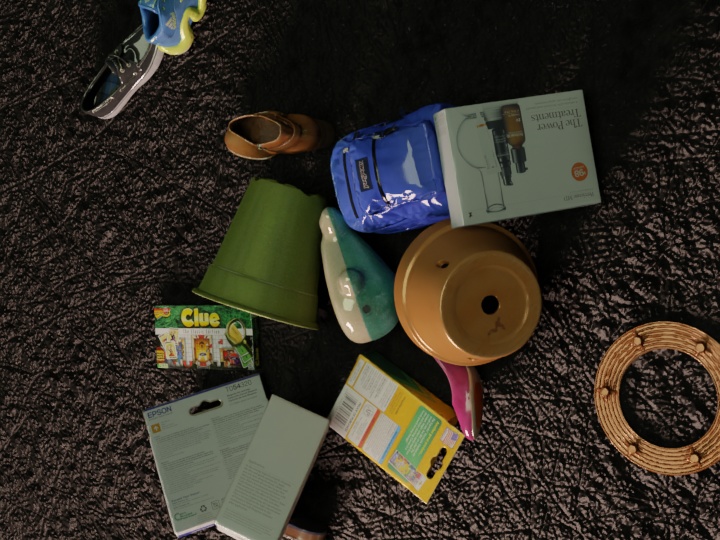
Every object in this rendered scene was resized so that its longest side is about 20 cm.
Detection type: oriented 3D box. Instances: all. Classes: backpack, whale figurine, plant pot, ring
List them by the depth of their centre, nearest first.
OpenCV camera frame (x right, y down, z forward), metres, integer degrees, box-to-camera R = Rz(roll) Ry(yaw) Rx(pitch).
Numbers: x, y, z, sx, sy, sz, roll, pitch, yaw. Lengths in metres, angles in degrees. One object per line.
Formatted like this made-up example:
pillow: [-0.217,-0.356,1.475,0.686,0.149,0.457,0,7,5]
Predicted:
ring: [0.400,0.168,1.470,0.198,0.019,0.204,2,95,30]
plant pot: [0.153,0.034,1.477,0.197,0.140,0.203,-1,97,-10]
backpack: [0.052,-0.140,1.559,0.198,0.167,0.165,-13,82,35]
whale figurine: [0.000,0.000,1.618,0.102,0.159,0.203,-16,93,2]
plant pot: [-0.128,-0.031,1.672,0.198,0.200,0.192,17,90,27]

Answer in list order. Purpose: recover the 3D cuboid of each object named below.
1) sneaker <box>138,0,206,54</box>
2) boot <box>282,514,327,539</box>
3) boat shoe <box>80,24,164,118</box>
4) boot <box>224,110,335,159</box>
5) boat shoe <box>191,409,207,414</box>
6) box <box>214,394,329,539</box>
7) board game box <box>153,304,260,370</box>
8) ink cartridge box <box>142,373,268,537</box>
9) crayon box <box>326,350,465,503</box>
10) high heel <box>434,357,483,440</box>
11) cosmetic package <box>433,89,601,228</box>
sneaker: [-0.285,-0.436,1.755,0.075,0.105,0.203,23,105,25]
boot: [-0.152,0.421,1.771,0.198,0.074,0.098,16,99,25]
boat shoe: [-0.395,-0.330,1.848,0.200,0.066,0.070,-44,74,25]
boot: [-0.153,-0.206,1.672,0.198,0.154,0.075,-3,93,29]
boat shoe: [-0.212,0.299,1.803,0.201,0.063,0.074,37,108,20]
box: [-0.129,0.303,1.658,0.096,0.125,0.202,24,72,3]
board game box: [-0.251,0.107,1.830,0.198,0.023,0.106,-2,91,29]
ink cartridge box: [-0.218,0.285,1.747,0.194,0.043,0.202,-16,71,-9]
crayon box: [0.058,0.227,1.649,0.199,0.051,0.127,36,110,23]
high heel: [0.117,0.142,1.594,0.095,0.067,0.203,-11,84,20]
cosmetic package: [0.205,-0.146,1.468,0.197,0.052,0.153,-10,92,-14]
